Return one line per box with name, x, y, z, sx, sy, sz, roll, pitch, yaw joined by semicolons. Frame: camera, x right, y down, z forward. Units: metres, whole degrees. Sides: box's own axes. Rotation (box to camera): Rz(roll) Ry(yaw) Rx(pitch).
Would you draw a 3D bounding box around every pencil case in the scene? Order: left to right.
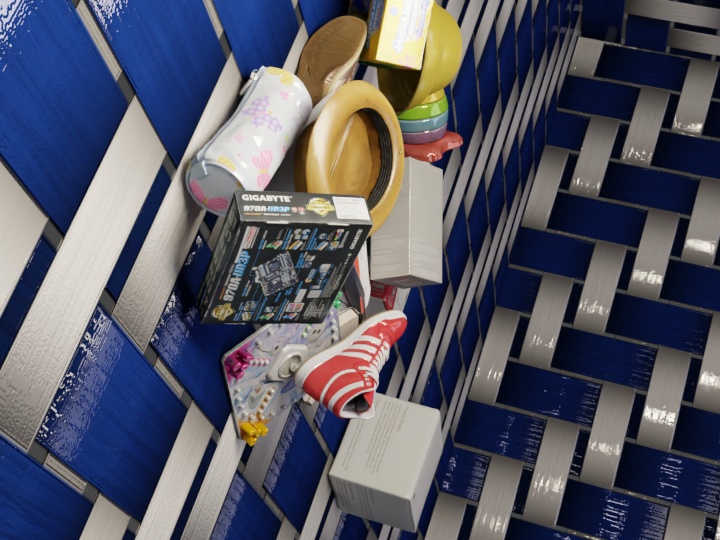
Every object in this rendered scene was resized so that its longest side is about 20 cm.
pencil case;-0.127;-0.152;1.294;0.200;0.083;0.091;-64;143;-39

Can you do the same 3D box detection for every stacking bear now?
stacking bear;0.102;-0.305;1.929;0.121;0.114;0.200;-36;128;-47

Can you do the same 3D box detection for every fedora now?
fedora;-0.025;-0.134;1.361;0.201;0.082;0.201;-5;96;-53

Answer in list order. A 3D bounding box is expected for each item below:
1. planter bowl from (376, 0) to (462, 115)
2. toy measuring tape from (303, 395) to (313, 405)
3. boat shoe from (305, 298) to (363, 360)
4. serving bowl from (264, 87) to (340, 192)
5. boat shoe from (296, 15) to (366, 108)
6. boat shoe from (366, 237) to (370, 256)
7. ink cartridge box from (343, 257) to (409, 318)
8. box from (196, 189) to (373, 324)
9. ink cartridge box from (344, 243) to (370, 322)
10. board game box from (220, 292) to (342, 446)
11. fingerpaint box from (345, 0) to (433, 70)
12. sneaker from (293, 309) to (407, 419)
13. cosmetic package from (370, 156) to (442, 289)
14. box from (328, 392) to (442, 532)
planter bowl;0.096;-0.328;1.648;0.200;0.083;0.201;-179;-90;-71
toy measuring tape;-0.070;0.170;1.790;0.200;0.073;0.074;80;28;-54
boat shoe;-0.098;0.099;1.654;0.200;0.093;0.075;-30;144;-30
serving bowl;-0.047;-0.144;1.487;0.200;0.066;0.200;-54;171;-12
boat shoe;-0.049;-0.256;1.512;0.072;0.072;0.200;77;35;-65
boat shoe;0.027;-0.112;1.899;0.070;0.066;0.200;-44;145;-63
ink cartridge box;0.050;-0.013;2.032;0.147;0.083;0.200;68;39;-63
box;-0.092;-0.010;1.294;0.200;0.159;0.046;117;-35;-47
ink cartridge box;0.000;0.000;1.745;0.163;0.057;0.200;85;-17;-50
board game box;-0.099;0.135;1.573;0.200;0.026;0.200;-35;145;-25
fingerpaint box;0.042;-0.389;1.563;0.167;0.073;0.200;-150;-110;-67
sneaker;0.015;0.139;1.589;0.200;0.112;0.071;-33;143;-27
cosmetic package;0.077;-0.078;1.831;0.107;0.090;0.200;16;69;-52
box;0.057;0.383;2.225;0.200;0.171;0.199;79;29;-56
